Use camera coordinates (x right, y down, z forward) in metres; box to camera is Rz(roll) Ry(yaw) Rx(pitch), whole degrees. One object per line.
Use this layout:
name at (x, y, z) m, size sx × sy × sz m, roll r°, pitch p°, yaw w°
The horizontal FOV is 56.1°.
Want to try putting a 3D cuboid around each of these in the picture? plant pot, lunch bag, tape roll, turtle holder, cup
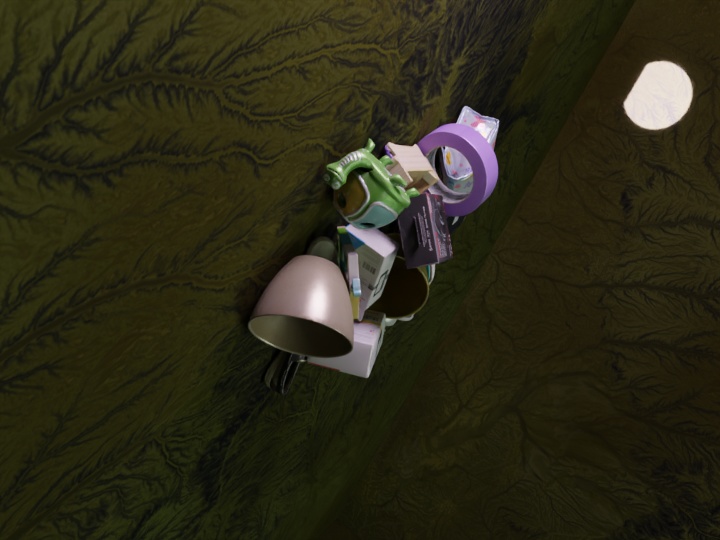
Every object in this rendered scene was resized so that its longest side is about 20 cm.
plant pot at (0.076, -0.005, 1.641) m, size 0.143 × 0.196 × 0.202 m, roll -74°, pitch -178°, yaw -49°
lunch bag at (0.264, -0.287, 1.742) m, size 0.203 × 0.125 × 0.170 m, roll -64°, pitch 167°, yaw -11°
tape roll at (0.214, -0.230, 1.558) m, size 0.065 × 0.198 × 0.202 m, roll -37°, pitch 155°, yaw -46°
turtle holder at (0.014, -0.147, 1.247) m, size 0.131 × 0.141 × 0.185 m, roll -42°, pitch 176°, yaw 12°
cup at (-0.096, 0.059, 1.258) m, size 0.201 × 0.196 × 0.146 m, roll 87°, pitch 14°, yaw -64°

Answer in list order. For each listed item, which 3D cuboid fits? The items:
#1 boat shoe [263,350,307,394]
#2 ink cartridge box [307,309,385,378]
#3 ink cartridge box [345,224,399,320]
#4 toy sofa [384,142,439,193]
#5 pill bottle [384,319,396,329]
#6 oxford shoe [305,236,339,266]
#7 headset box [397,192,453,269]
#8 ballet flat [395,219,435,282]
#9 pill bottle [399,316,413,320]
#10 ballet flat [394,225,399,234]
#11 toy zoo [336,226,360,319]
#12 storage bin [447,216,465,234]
boat shoe at (-0.145, 0.184, 1.513) m, size 0.203 × 0.064 × 0.073 m, roll -62°, pitch 161°, yaw 11°
ink cartridge box at (-0.028, 0.155, 1.562) m, size 0.200 × 0.144 × 0.087 m, roll -61°, pitch 161°, yaw -70°
ink cartridge box at (0.000, 0.000, 1.509) m, size 0.068 × 0.115 × 0.202 m, roll -37°, pitch 155°, yaw -45°
toy sofa at (0.089, -0.212, 1.472) m, size 0.082 × 0.099 × 0.199 m, roll -36°, pitch 173°, yaw 25°
pill bottle at (0.063, 0.088, 1.856) m, size 0.202 × 0.113 × 0.114 m, roll -60°, pitch 163°, yaw 10°
oxford shoe at (-0.080, -0.004, 1.388) m, size 0.202 × 0.073 × 0.059 m, roll 86°, pitch -5°, yaw -52°
headset box at (0.140, -0.088, 1.480) m, size 0.200 × 0.076 × 0.152 m, roll -11°, pitch 91°, yaw -73°
ballet flat at (0.151, -0.071, 1.706) m, size 0.068 × 0.203 × 0.069 m, roll -24°, pitch -177°, yaw 1°
pill bottle at (0.147, 0.039, 2.012) m, size 0.112 × 0.111 × 0.203 m, roll -26°, pitch 145°, yaw -60°
ballet flat at (0.115, -0.025, 1.753) m, size 0.063 × 0.067 × 0.205 m, roll -163°, pitch -113°, yaw -88°
toy zoo at (-0.024, 0.007, 1.339) m, size 0.201 × 0.020 × 0.134 m, roll -112°, pitch -160°, yaw -65°
storage bin at (0.237, -0.171, 1.926) m, size 0.200 × 0.093 × 0.137 m, roll -41°, pitch 157°, yaw -42°
